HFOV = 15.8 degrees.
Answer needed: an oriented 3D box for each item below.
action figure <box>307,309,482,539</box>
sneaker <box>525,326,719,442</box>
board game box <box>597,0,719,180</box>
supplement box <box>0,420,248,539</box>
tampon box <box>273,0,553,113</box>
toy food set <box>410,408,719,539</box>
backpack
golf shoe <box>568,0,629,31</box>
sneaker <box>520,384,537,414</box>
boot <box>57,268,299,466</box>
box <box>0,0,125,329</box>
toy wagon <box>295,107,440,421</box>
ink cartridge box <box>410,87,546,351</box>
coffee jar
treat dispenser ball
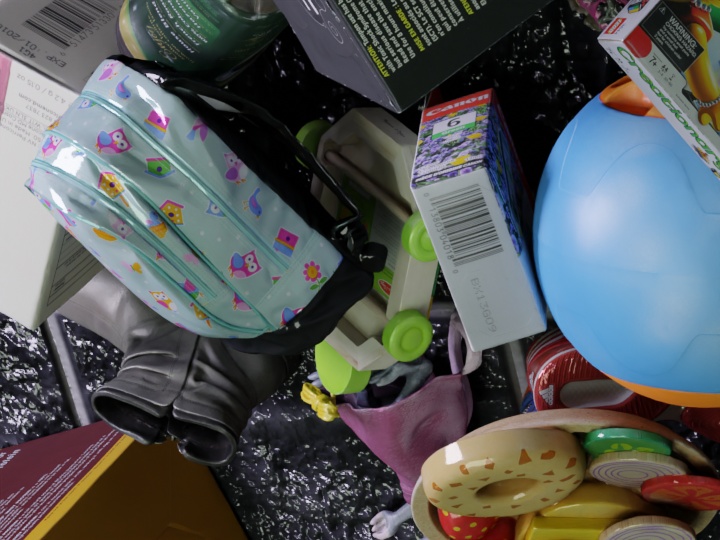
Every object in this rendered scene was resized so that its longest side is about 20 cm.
[{"bbox_3d":[0.054,0.133,1.750,0.149,0.134,0.200,-33,109,3],"label":"action figure"},{"bbox_3d":[0.199,0.057,1.627,0.199,0.116,0.079,6,107,-9],"label":"sneaker"},{"bbox_3d":[0.232,-0.095,1.363,0.200,0.126,0.035,46,169,-19],"label":"board game box"},{"bbox_3d":[-0.225,0.218,1.876,0.199,0.197,0.133,-17,109,35],"label":"supplement box"},{"bbox_3d":[0.045,-0.203,1.415,0.127,0.200,0.150,57,171,-21],"label":"tampon box"},{"bbox_3d":[0.130,0.146,1.596,0.197,0.049,0.200,2,145,-5],"label":"toy food set"},{"bbox_3d":[-0.104,-0.038,1.585,0.200,0.127,0.167,43,163,-29],"label":"backpack"},{"bbox_3d":[0.220,-0.162,1.457,0.199,0.092,0.073,16,117,26],"label":"golf shoe"},{"bbox_3d":[0.127,0.167,1.721,0.075,0.078,0.201,3,120,29],"label":"sneaker"},{"bbox_3d":[-0.150,0.056,1.777,0.199,0.131,0.068,20,126,18],"label":"boot"},{"bbox_3d":[-0.210,-0.086,1.726,0.109,0.128,0.201,29,128,12],"label":"box"},{"bbox_3d":[0.000,0.000,1.657,0.155,0.039,0.201,41,128,50],"label":"toy wagon"},{"bbox_3d":[0.075,-0.045,1.561,0.050,0.200,0.109,-17,111,12],"label":"ink cartridge box"},{"bbox_3d":[-0.082,-0.171,1.574,0.085,0.104,0.200,49,158,-2],"label":"coffee jar"},{"bbox_3d":[0.198,-0.022,1.484,0.200,0.201,0.202,14,125,22],"label":"treat dispenser ball"}]
